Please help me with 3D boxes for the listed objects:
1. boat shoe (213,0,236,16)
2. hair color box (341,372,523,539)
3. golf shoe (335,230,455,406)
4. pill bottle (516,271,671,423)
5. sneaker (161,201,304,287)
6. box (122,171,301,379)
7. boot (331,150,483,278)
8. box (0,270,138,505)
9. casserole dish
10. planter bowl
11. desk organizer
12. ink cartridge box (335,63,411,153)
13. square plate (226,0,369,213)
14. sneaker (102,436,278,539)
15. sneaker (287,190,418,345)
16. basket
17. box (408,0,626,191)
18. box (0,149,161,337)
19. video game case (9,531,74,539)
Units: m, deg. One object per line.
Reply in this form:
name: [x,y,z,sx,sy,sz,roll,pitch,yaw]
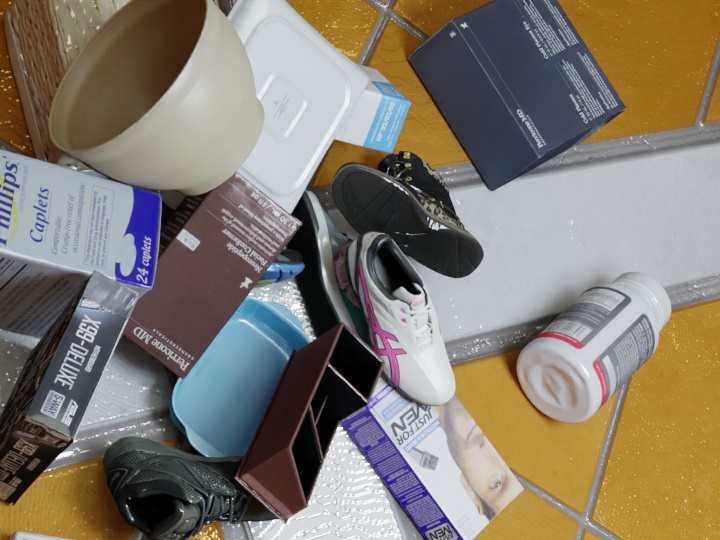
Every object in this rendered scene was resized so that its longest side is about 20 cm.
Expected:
boat shoe: [-0.121,-0.362,1.881,0.072,0.060,0.200,24,58,-22]
hair color box: [0.073,0.193,1.747,0.109,0.065,0.200,-37,92,-39]
golf shoe: [0.044,0.053,1.690,0.073,0.092,0.200,-31,92,-24]
pill bottle: [0.281,0.083,1.899,0.200,0.111,0.111,-38,91,-38]
sneaker: [-0.147,-0.034,1.706,0.200,0.071,0.083,16,67,-22]
box: [-0.162,-0.003,1.619,0.100,0.075,0.200,38,87,-20]
boot: [0.042,-0.083,1.805,0.200,0.073,0.151,28,23,-25]
box: [-0.282,0.110,1.472,0.050,0.200,0.158,29,55,-13]
casserole dish: [-0.125,0.118,1.670,0.121,0.039,0.200,39,52,-11]
planter bowl: [-0.176,-0.156,1.527,0.135,0.200,0.200,40,50,-36]
desk organizer: [-0.046,0.147,1.604,0.072,0.077,0.200,44,36,-16]
ink cartridge box: [-0.059,-0.202,1.808,0.200,0.068,0.115,12,21,-28]
square plate: [-0.092,-0.170,1.683,0.198,0.028,0.200,39,77,-41]
sneaker: [-0.147,0.228,1.556,0.199,0.076,0.114,16,26,-24]
sneaker: [0.000,0.000,1.774,0.121,0.084,0.200,-13,83,-32]
basket: [-0.271,-0.208,1.674,0.136,0.123,0.200,-7,73,-34]
box: [0.194,-0.231,1.994,0.182,0.104,0.200,-29,85,-39]
box: [-0.316,-0.021,1.520,0.200,0.184,0.105,15,63,-27]
video game case: [-0.238,0.347,1.502,0.200,0.022,0.182,14,62,-26]
